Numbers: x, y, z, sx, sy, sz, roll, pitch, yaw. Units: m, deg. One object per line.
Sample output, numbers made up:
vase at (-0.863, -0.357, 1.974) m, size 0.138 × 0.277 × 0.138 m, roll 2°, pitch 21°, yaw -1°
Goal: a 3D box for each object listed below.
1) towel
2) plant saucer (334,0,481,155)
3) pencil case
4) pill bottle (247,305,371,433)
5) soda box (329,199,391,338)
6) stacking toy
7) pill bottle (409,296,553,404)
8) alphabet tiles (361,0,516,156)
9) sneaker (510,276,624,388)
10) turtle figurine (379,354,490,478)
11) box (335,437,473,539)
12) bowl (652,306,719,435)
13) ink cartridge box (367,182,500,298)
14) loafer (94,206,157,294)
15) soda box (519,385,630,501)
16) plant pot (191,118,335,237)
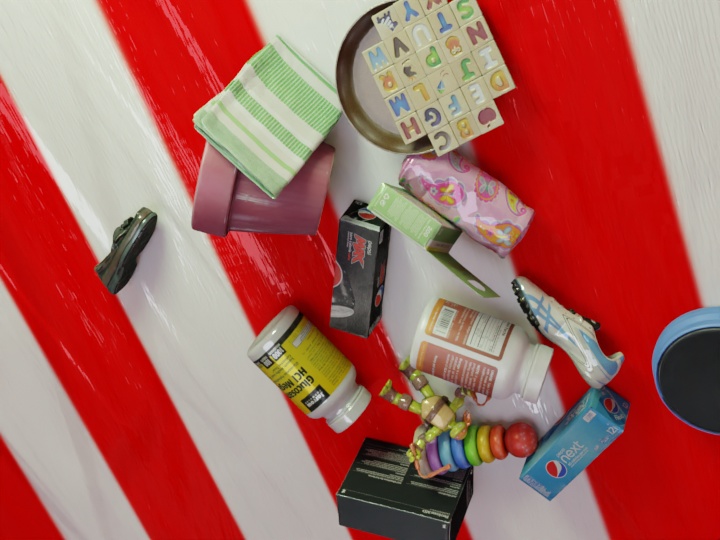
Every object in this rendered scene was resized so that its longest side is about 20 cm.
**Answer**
towel at (-0.117, -0.214, 1.436) m, size 0.152 × 0.201 × 0.023 m, roll 40°, pitch 148°, yaw -5°
plant saucer at (0.064, -0.256, 1.400) m, size 0.196 × 0.032 × 0.204 m, roll 5°, pitch 108°, yaw 14°
pencil case at (0.143, -0.103, 1.461) m, size 0.198 × 0.088 × 0.088 m, roll 34°, pitch 129°, yaw 2°
pill bottle at (-0.079, 0.164, 1.715) m, size 0.200 × 0.113 × 0.112 m, roll 45°, pitch 128°, yaw -7°
soda box at (0.000, 0.000, 1.604) m, size 0.069 × 0.064 × 0.203 m, roll 16°, pitch 126°, yaw 14°
stacking toy at (0.188, 0.277, 1.695) m, size 0.196 × 0.086 × 0.087 m, roll -12°, pitch 116°, yaw 22°
pill bottle at (0.180, 0.123, 1.568) m, size 0.197 × 0.113 × 0.114 m, roll 20°, pitch 127°, yaw 12°
alphabet tiles at (0.100, -0.259, 1.371) m, size 0.164 × 0.006 × 0.203 m, roll -24°, pitch 99°, yaw 19°
sneaker at (0.296, 0.078, 1.523) m, size 0.072 × 0.072 × 0.200 m, roll -44°, pitch 89°, yaw 0°
turtle figurine at (0.119, 0.209, 1.671) m, size 0.161 × 0.064 × 0.201 m, roll 40°, pitch 96°, yaw 10°
box at (0.076, 0.372, 1.760) m, size 0.196 × 0.142 × 0.080 m, roll 10°, pitch 125°, yaw 20°
bowl at (0.505, 0.146, 1.476) m, size 0.197 × 0.039 × 0.204 m, roll 13°, pitch 125°, yaw 18°
ink cartridge box at (0.113, -0.040, 1.447) m, size 0.199 × 0.145 × 0.048 m, roll 37°, pitch 100°, yaw 15°
loafer at (-0.399, -0.039, 1.765) m, size 0.063 × 0.072 × 0.201 m, roll 39°, pitch 131°, yaw 4°
soda box at (0.325, 0.262, 1.618) m, size 0.064 × 0.068 × 0.201 m, roll 35°, pitch 129°, yaw 0°
plant pot at (-0.133, -0.134, 1.510) m, size 0.175 × 0.202 × 0.202 m, roll 14°, pitch 128°, yaw -3°
